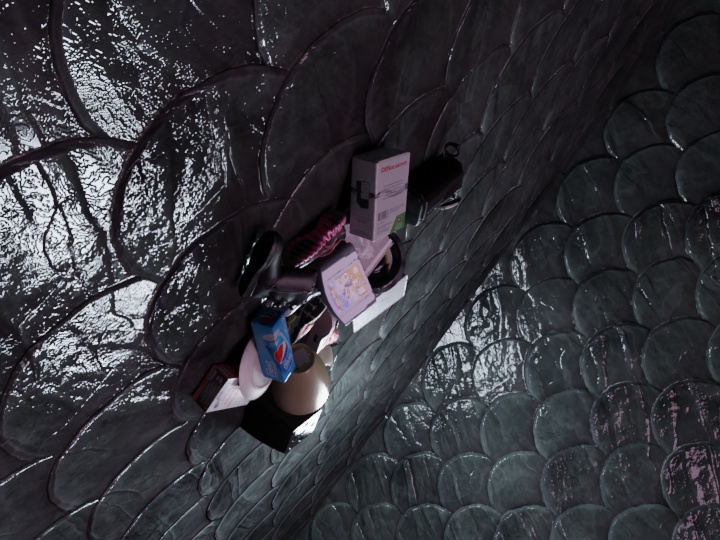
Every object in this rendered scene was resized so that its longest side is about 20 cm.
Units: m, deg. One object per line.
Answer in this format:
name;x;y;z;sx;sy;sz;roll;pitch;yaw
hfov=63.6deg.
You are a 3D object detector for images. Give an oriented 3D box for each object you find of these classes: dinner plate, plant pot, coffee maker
dinner plate;-0.266;0.254;1.579;0.200;0.024;0.203;12;90;-68
plant pot;-0.180;0.300;1.718;0.187;0.187;0.201;-40;157;-26
coffee maker;0.201;-0.256;1.721;0.200;0.134;0.194;-38;133;-33
plant pot;-0.242;0.459;1.868;0.199;0.177;0.201;-28;149;-44

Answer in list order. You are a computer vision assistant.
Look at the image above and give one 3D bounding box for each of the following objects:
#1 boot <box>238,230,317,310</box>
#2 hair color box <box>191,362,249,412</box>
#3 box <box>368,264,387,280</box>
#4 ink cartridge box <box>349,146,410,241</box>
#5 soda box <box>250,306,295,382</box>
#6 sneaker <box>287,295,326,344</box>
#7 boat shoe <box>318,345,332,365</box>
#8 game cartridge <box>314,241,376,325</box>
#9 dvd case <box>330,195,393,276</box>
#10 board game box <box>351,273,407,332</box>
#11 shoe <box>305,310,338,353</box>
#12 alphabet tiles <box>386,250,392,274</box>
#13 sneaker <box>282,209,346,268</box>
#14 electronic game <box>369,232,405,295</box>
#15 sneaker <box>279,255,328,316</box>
boot;-0.173;0.003;1.323;0.161;0.074;0.199;11;126;-33
hair color box;-0.348;0.310;1.564;0.111;0.064;0.200;-55;161;7
box;0.000;0.000;1.705;0.200;0.046;0.160;-40;127;-27
ink cartridge box;0.048;-0.194;1.450;0.146;0.082;0.202;-27;128;-47
soda box;-0.227;0.197;1.524;0.064;0.067;0.202;-55;149;-45
sneaker;-0.154;0.127;1.671;0.200;0.077;0.085;-48;166;20
boat shoe;-0.140;0.301;1.984;0.059;0.073;0.200;-12;178;11
game cartridge;-0.041;0.043;1.531;0.133;0.041;0.202;-39;125;-24
dvd case;-0.012;-0.077;1.541;0.149;0.016;0.200;-52;126;-8
board game box;0.051;0.095;1.734;0.199;0.026;0.200;-36;163;-11
shoe;-0.108;0.184;1.853;0.091;0.071;0.201;-31;156;-45
alphabet tiles;0.096;-0.060;1.763;0.200;0.014;0.198;22;62;-69
sneaker;-0.105;-0.057;1.431;0.200;0.079;0.096;-42;147;-21
electronic game;0.032;-0.032;1.626;0.200;0.200;0.042;-47;-172;-11
sneaker;-0.121;0.057;1.542;0.114;0.075;0.201;41;83;-35
